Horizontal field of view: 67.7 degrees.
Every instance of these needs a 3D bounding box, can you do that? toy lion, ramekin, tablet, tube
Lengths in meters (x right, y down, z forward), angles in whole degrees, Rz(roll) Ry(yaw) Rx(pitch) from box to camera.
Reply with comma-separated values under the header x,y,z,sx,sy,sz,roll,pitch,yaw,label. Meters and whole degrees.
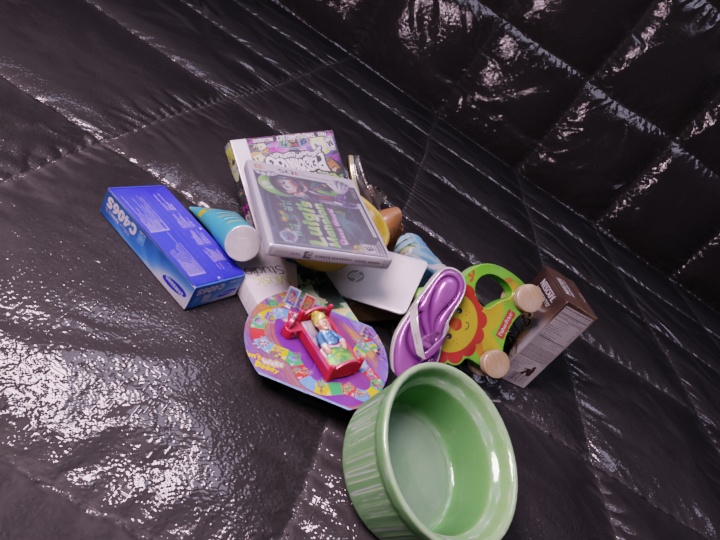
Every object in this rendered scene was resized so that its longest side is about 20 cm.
x,y,z,sx,sy,sz,roll,pitch,yaw,label
0.176,0.073,0.887,0.191,0.201,0.069,34,-12,-10,toy lion
0.075,0.216,0.612,0.199,0.098,0.201,22,51,-30,ramekin
0.000,0.000,0.889,0.199,0.014,0.130,16,45,16,tablet
-0.200,-0.067,0.805,0.077,0.051,0.200,10,14,-30,tube

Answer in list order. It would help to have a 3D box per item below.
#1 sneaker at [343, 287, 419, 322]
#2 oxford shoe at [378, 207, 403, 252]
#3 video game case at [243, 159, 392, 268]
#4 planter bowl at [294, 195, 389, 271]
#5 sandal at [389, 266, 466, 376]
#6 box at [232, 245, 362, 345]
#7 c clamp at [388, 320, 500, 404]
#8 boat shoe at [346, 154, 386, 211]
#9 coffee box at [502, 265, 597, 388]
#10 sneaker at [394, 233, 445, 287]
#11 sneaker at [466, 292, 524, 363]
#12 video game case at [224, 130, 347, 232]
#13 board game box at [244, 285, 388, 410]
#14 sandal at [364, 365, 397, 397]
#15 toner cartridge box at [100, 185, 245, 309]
x,y,z,sx,sy,sz,roll,pitch,yaw,label
0.052,0.035,0.932,0.199,0.070,0.109,4,38,-24,sneaker
0.048,-0.058,0.999,0.071,0.071,0.200,53,-13,11,oxford shoe
-0.065,-0.083,0.772,0.181,0.023,0.201,6,40,-28,video game case
-0.061,-0.058,0.836,0.199,0.084,0.201,18,36,-14,planter bowl
0.103,0.085,0.820,0.082,0.204,0.050,24,-10,-9,sandal
-0.105,0.032,0.792,0.144,0.036,0.200,-6,48,-39,box
0.130,0.148,0.923,0.170,0.027,0.201,10,38,-32,c clamp
0.022,-0.140,1.093,0.072,0.066,0.202,-92,168,-81,boat shoe
0.330,0.108,1.016,0.079,0.200,0.113,25,28,-20,coffee box
0.090,-0.022,1.084,0.131,0.080,0.200,53,22,26,sneaker
0.191,0.098,1.005,0.199,0.076,0.114,26,62,34,sneaker
-0.111,-0.141,0.914,0.199,0.036,0.182,-15,87,-33,video game case
-0.048,0.087,0.692,0.199,0.039,0.158,23,35,-5,board game box
0.013,0.151,0.770,0.075,0.045,0.200,28,13,-26,sandal
-0.260,-0.038,0.744,0.200,0.043,0.095,45,30,17,toner cartridge box
